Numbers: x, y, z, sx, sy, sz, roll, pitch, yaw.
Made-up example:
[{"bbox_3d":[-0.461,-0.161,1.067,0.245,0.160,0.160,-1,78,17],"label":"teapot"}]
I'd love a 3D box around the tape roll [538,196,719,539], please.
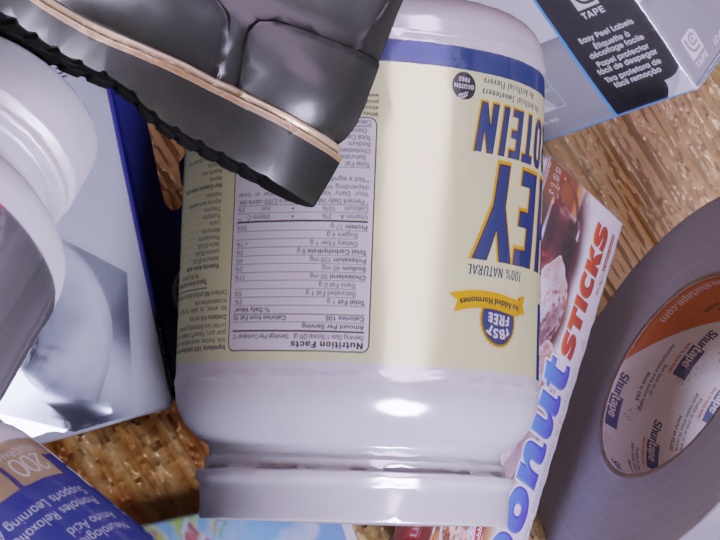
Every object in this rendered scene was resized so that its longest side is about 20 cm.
[{"bbox_3d":[0.168,0.062,1.003,0.066,0.200,0.201,31,54,-20],"label":"tape roll"}]

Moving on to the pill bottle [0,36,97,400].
[{"bbox_3d":[-0.168,0.014,0.742,0.111,0.111,0.200,36,55,-15],"label":"pill bottle"}]

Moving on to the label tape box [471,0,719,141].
[{"bbox_3d":[0.068,-0.161,1.056,0.200,0.143,0.066,51,50,-20],"label":"label tape box"}]

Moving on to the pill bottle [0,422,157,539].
[{"bbox_3d":[-0.090,0.154,0.780,0.200,0.111,0.111,36,47,18],"label":"pill bottle"}]

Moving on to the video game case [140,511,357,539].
[{"bbox_3d":[-0.053,0.198,0.899,0.182,0.022,0.200,-9,73,-38],"label":"video game case"}]

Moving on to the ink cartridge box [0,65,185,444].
[{"bbox_3d":[-0.138,-0.030,0.861,0.200,0.041,0.200,-17,103,-25],"label":"ink cartridge box"}]

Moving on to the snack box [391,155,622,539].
[{"bbox_3d":[0.069,0.051,1.006,0.072,0.024,0.200,38,64,-46],"label":"snack box"}]

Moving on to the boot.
[{"bbox_3d":[-0.071,-0.130,0.773,0.200,0.077,0.139,31,86,-16],"label":"boot"}]

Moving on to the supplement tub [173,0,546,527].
[{"bbox_3d":[0.000,0.000,0.869,0.145,0.145,0.201,6,83,-33],"label":"supplement tub"}]
